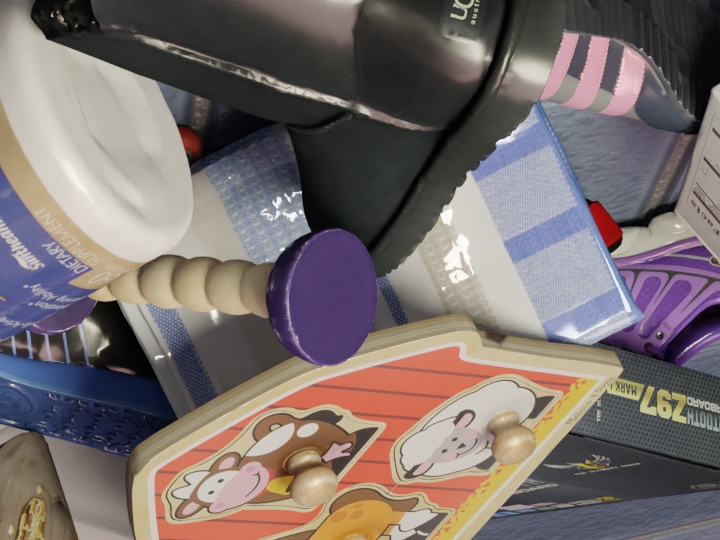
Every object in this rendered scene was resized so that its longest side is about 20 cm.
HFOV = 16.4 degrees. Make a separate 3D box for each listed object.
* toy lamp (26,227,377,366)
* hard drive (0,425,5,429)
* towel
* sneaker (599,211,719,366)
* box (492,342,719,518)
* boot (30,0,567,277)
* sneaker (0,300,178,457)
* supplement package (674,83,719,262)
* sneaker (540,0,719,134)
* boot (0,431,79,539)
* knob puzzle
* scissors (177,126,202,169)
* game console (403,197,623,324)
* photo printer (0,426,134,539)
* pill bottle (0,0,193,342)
[{"bbox_3d":[-0.083,0.002,0.979,0.200,0.058,0.058,5,174,40],"label":"toy lamp"},{"bbox_3d":[-0.244,0.099,1.189,0.200,0.025,0.132,-33,172,30],"label":"hard drive"},{"bbox_3d":[0.000,0.000,1.046,0.200,0.147,0.024,-25,-176,2],"label":"towel"},{"bbox_3d":[0.117,0.027,1.258,0.200,0.084,0.081,-15,155,3],"label":"sneaker"},{"bbox_3d":[0.078,0.081,1.234,0.157,0.051,0.200,17,159,-39],"label":"box"},{"bbox_3d":[-0.036,-0.077,0.904,0.168,0.077,0.200,20,156,-11],"label":"boot"},{"bbox_3d":[-0.156,0.019,1.089,0.200,0.078,0.070,20,147,-22],"label":"sneaker"},{"bbox_3d":[0.260,-0.048,1.041,0.200,0.156,0.111,-34,160,-17],"label":"supplement package"},{"bbox_3d":[0.080,-0.098,1.010,0.082,0.070,0.200,-13,159,33],"label":"sneaker"},{"bbox_3d":[-0.211,0.173,1.090,0.200,0.187,0.064,-22,137,36],"label":"boot"},{"bbox_3d":[-0.008,0.092,1.036,0.219,0.030,0.220,-16,146,-12],"label":"knob puzzle"},{"bbox_3d":[-0.163,-0.024,1.043,0.200,0.014,0.073,-22,157,6],"label":"scissors"},{"bbox_3d":[0.026,0.024,1.149,0.200,0.031,0.177,-28,178,3],"label":"game console"},{"bbox_3d":[-0.061,0.128,1.225,0.200,0.070,0.166,11,163,38],"label":"photo printer"},{"bbox_3d":[-0.172,-0.016,0.939,0.200,0.111,0.111,-27,154,20],"label":"pill bottle"}]
